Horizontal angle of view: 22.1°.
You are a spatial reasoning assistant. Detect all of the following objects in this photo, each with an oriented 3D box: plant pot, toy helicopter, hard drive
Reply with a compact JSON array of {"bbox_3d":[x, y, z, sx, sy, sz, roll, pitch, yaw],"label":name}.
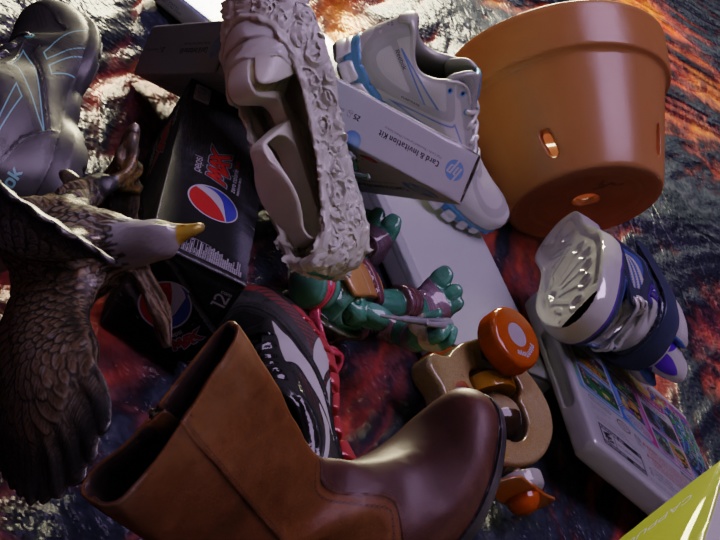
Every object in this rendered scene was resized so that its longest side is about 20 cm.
[{"bbox_3d":[0.179,-0.120,1.587,0.199,0.199,0.141,18,55,-46],"label":"plant pot"},{"bbox_3d":[0.069,0.118,1.206,0.133,0.079,0.200,58,36,2],"label":"toy helicopter"},{"bbox_3d":[0.063,0.000,1.398,0.131,0.026,0.201,21,35,-43],"label":"hard drive"}]

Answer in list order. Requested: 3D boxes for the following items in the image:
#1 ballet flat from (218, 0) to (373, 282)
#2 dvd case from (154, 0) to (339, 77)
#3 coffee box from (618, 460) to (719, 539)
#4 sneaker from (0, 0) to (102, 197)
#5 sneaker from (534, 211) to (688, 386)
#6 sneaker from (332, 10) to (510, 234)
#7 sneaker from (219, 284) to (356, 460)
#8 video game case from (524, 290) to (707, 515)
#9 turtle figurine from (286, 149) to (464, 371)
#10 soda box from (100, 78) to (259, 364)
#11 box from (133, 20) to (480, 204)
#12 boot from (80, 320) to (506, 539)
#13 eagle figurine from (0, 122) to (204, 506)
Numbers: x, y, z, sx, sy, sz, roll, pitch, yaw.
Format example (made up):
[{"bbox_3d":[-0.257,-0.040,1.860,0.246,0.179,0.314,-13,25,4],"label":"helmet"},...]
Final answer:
[{"bbox_3d":[-0.045,-0.089,1.100,0.072,0.071,0.202,-13,83,-62],"label":"ballet flat"},{"bbox_3d":[-0.062,-0.171,1.428,0.199,0.018,0.143,39,24,1],"label":"dvd case"},{"bbox_3d":[0.180,0.261,0.995,0.198,0.200,0.200,46,25,0],"label":"coffee box"},{"bbox_3d":[-0.200,-0.107,1.077,0.079,0.075,0.201,30,29,-27],"label":"sneaker"},{"bbox_3d":[0.207,0.039,1.405,0.146,0.081,0.200,41,14,-12],"label":"sneaker"},{"bbox_3d":[0.067,-0.114,1.413,0.200,0.086,0.075,50,24,-25],"label":"sneaker"},{"bbox_3d":[-0.052,0.074,1.033,0.098,0.070,0.202,48,18,-46],"label":"sneaker"},{"bbox_3d":[0.211,0.127,1.417,0.200,0.024,0.183,39,21,-30],"label":"video game case"},{"bbox_3d":[0.000,0.000,1.211,0.151,0.100,0.200,63,15,8],"label":"turtle figurine"},{"bbox_3d":[-0.103,-0.033,1.121,0.063,0.071,0.201,28,30,-14],"label":"soda box"},{"bbox_3d":[-0.039,-0.107,1.252,0.199,0.042,0.156,25,-6,-27],"label":"box"},{"bbox_3d":[-0.026,0.088,0.908,0.068,0.188,0.200,35,-14,48],"label":"boot"},{"bbox_3d":[-0.149,-0.001,0.909,0.152,0.151,0.200,44,26,-6],"label":"eagle figurine"}]
